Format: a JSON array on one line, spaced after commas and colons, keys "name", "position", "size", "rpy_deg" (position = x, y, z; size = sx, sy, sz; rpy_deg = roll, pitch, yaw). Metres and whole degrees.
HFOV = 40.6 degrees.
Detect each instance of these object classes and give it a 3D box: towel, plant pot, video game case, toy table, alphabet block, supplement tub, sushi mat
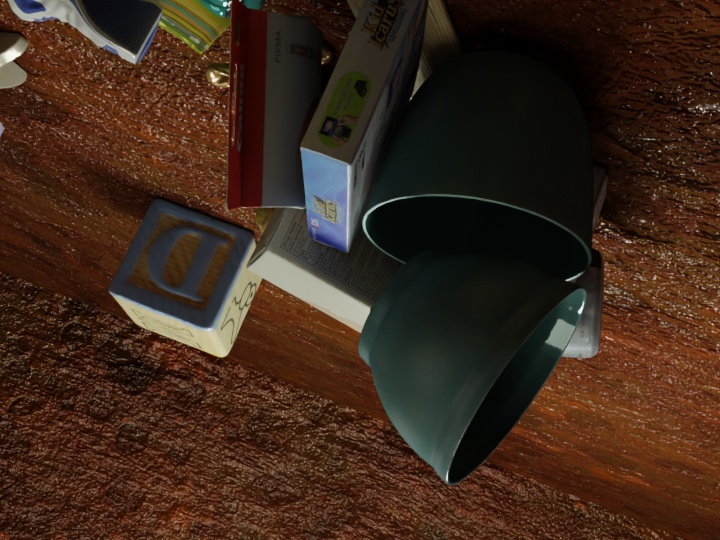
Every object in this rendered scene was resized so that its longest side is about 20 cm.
[{"name": "towel", "position": [-0.157, -0.269, 0.952], "size": [0.086, 0.018, 0.200], "rpy_deg": [28, 162, -21]}, {"name": "plant pot", "position": [0.084, 0.065, 0.845], "size": [0.134, 0.200, 0.200], "rpy_deg": [34, 169, 22]}, {"name": "video game case", "position": [0.003, -0.133, 0.836], "size": [0.045, 0.182, 0.200], "rpy_deg": [21, 162, 5]}, {"name": "toy table", "position": [-0.525, -0.264, 1.263], "size": [0.184, 0.117, 0.200], "rpy_deg": [16, 163, 18]}, {"name": "alphabet block", "position": [-0.298, 0.017, 1.718], "size": [0.196, 0.196, 0.200], "rpy_deg": [22, 162, 7]}, {"name": "supplement tub", "position": [0.166, 0.031, 1.084], "size": [0.200, 0.123, 0.123], "rpy_deg": [3, 159, 12]}, {"name": "plant pot", "position": [0.116, -0.095, 0.867], "size": [0.200, 0.161, 0.201], "rpy_deg": [12, 162, 4]}, {"name": "sushi mat", "position": [0.049, -0.207, 0.891], "size": [0.096, 0.012, 0.200], "rpy_deg": [15, 162, 27]}]

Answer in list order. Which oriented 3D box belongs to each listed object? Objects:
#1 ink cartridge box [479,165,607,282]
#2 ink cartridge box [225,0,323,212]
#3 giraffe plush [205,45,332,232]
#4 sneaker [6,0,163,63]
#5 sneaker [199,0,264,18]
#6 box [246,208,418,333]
[{"name": "ink cartridge box", "position": [0.139, -0.054, 1.013], "size": [0.200, 0.146, 0.085], "rpy_deg": [17, 160, 18]}, {"name": "ink cartridge box", "position": [-0.067, -0.131, 0.800], "size": [0.050, 0.163, 0.200], "rpy_deg": [3, -174, 3]}, {"name": "giraffe plush", "position": [-0.072, -0.158, 1.015], "size": [0.200, 0.172, 0.162], "rpy_deg": [52, 170, 34]}, {"name": "sneaker", "position": [-0.299, -0.286, 0.993], "size": [0.199, 0.081, 0.115], "rpy_deg": [33, 165, -12]}, {"name": "sneaker", "position": [-0.075, -0.248, 0.790], "size": [0.200, 0.084, 0.121], "rpy_deg": [27, 159, 10]}, {"name": "box", "position": [0.000, 0.000, 0.959], "size": [0.200, 0.095, 0.078], "rpy_deg": [31, 157, -12]}]
